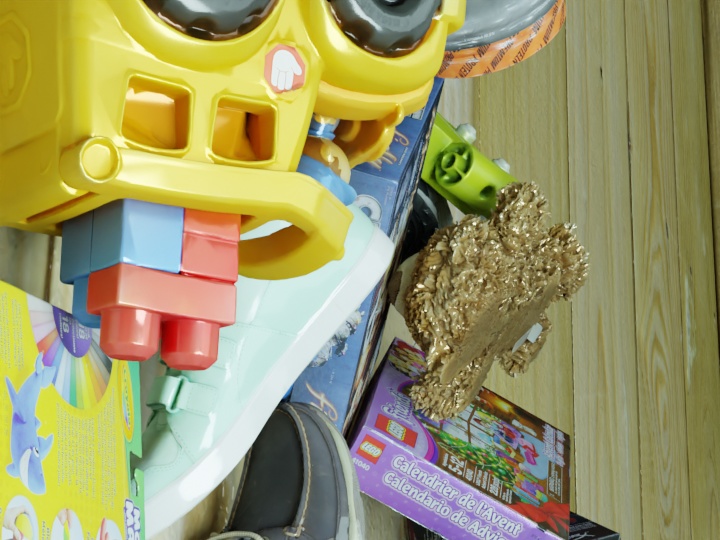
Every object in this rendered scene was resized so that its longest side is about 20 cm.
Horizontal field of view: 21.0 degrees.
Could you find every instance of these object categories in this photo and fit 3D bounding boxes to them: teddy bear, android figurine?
[{"bbox_3d":[0.072,0.015,1.146,0.199,0.067,0.146,-25,144,-54],"label":"teddy bear"},{"bbox_3d":[0.043,-0.086,1.240,0.200,0.041,0.182,35,11,-42],"label":"android figurine"}]

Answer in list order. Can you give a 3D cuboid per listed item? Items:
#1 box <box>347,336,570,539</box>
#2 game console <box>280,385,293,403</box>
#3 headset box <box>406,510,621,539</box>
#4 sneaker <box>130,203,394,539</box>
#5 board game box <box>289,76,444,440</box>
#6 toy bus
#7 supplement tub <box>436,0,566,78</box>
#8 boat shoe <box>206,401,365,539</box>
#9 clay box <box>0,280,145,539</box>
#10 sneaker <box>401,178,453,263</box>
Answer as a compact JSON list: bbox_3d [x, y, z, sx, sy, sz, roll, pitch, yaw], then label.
[{"bbox_3d":[0.062,0.113,1.193,0.039,0.136,0.200,-61,-179,14],"label":"box"},{"bbox_3d":[-0.078,-0.038,1.032,0.171,0.117,0.202,113,-14,-56],"label":"game console"},{"bbox_3d":[0.099,0.227,1.277,0.200,0.074,0.150,-166,-113,-67],"label":"headset box"},{"bbox_3d":[-0.086,0.025,0.884,0.118,0.074,0.201,42,70,-13],"label":"sneaker"},{"bbox_3d":[0.000,0.000,1.107,0.136,0.034,0.201,-67,171,-57],"label":"board game box"},{"bbox_3d":[-0.058,-0.053,0.794,0.199,0.135,0.194,7,76,-35],"label":"toy bus"},{"bbox_3d":[0.042,-0.213,1.055,0.123,0.121,0.201,-75,151,-49],"label":"supplement tub"},{"bbox_3d":[-0.047,0.157,0.954,0.073,0.074,0.202,18,62,-37],"label":"boat shoe"},{"bbox_3d":[-0.140,0.068,0.747,0.200,0.047,0.116,39,46,-68],"label":"clay box"},{"bbox_3d":[0.020,-0.039,1.268,0.200,0.073,0.080,53,29,-69],"label":"sneaker"}]
